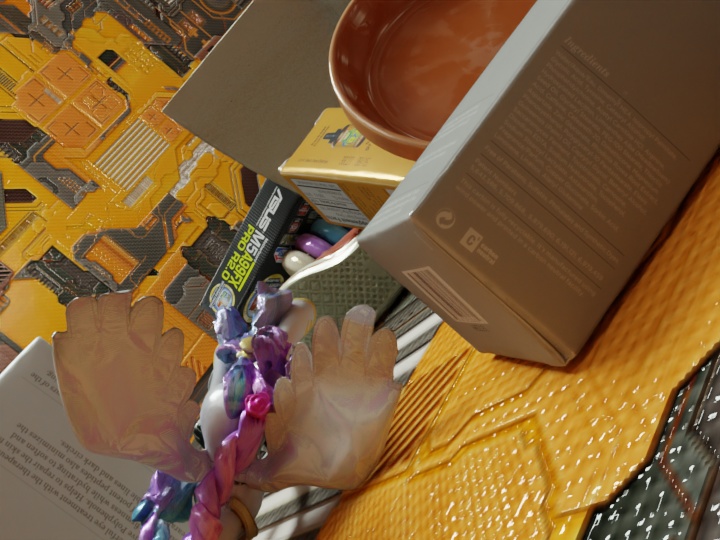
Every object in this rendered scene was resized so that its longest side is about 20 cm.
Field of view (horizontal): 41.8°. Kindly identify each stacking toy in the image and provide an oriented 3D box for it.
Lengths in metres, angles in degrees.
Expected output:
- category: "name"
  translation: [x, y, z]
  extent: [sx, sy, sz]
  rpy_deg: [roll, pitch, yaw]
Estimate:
- category: "stacking toy"
  translation: [0.008, -0.064, 0.951]
  extent: [0.201, 0.085, 0.085]
  rpy_deg: [-55, 7, -9]

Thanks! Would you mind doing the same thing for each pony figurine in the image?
- category: "pony figurine"
  translation: [-0.065, 0.086, 0.503]
  extent: [0.200, 0.164, 0.196]
  rpy_deg: [-77, -6, -69]

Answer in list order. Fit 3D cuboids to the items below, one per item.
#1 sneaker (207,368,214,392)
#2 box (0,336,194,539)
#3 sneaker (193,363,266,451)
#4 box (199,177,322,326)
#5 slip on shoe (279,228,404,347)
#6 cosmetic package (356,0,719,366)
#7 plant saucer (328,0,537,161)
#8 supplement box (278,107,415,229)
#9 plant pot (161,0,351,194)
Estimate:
- category: "sneaker"
  translation: [-0.067, 0.076, 0.873]
  extent: [0.199, 0.073, 0.071]
  rpy_deg: [-35, 5, 38]
- category: "box"
  translation: [-0.234, 0.205, 0.698]
  extent: [0.200, 0.198, 0.172]
  rpy_deg: [-47, 7, 44]
- category: "sneaker"
  translation: [-0.074, 0.098, 0.745]
  extent: [0.087, 0.075, 0.200]
  rpy_deg: [-48, 4, -30]
- category: "box"
  translation: [-0.068, -0.021, 1.016]
  extent: [0.161, 0.044, 0.199]
  rpy_deg: [-60, -22, 14]
- category: "slip on shoe"
  translation: [0.000, 0.000, 0.749]
  extent: [0.200, 0.074, 0.061]
  rpy_deg: [-43, 9, 25]
- category: "cosmetic package"
  translation: [0.094, -0.067, 0.389]
  extent: [0.201, 0.090, 0.107]
  rpy_deg: [-50, 6, -8]
- category: "plant saucer"
  translation: [0.079, -0.137, 0.567]
  extent: [0.201, 0.198, 0.032]
  rpy_deg: [-54, -35, -23]
- category: "supplement box"
  translation: [0.024, -0.067, 0.646]
  extent: [0.067, 0.069, 0.199]
  rpy_deg: [-53, 32, -13]
- category: "plant pot"
  translation: [-0.032, -0.188, 0.896]
  extent: [0.200, 0.177, 0.200]
  rpy_deg: [-39, 14, 36]
